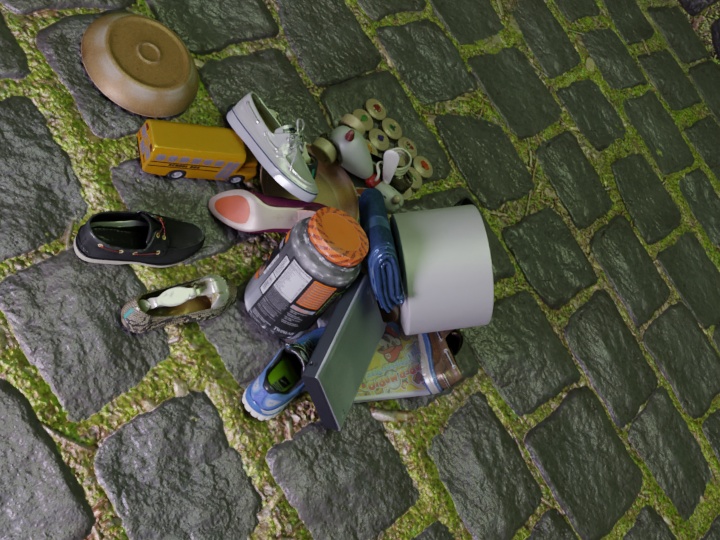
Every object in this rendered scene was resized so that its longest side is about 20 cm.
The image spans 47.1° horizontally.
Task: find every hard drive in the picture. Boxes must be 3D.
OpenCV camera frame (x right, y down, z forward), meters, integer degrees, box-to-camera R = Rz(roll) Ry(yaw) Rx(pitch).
[{"bbox_3d":[-0.022,0.123,1.272,0.140,0.033,0.201,72,35,-45],"label":"hard drive"}]

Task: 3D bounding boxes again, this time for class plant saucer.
[{"bbox_3d":[-0.352,-0.347,1.353,0.199,0.035,0.202,17,57,-29],"label":"plant saucer"},{"bbox_3d":[-0.094,-0.130,1.440,0.199,0.035,0.201,19,55,-29],"label":"plant saucer"}]

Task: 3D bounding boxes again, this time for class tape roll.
[{"bbox_3d":[0.128,-0.001,1.361,0.138,0.203,0.204,-6,66,-4],"label":"tape roll"}]

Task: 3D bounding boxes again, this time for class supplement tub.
[{"bbox_3d":[-0.081,0.004,1.252,0.122,0.200,0.123,26,39,-23],"label":"supplement tub"}]

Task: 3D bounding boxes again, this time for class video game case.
[{"bbox_3d":[0.024,0.128,1.396,0.199,0.023,0.183,1,66,-37],"label":"video game case"}]

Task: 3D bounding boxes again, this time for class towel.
[{"bbox_3d":[0.028,-0.037,1.289,0.048,0.112,0.201,-11,36,1],"label":"towel"}]

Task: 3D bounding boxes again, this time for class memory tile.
[{"bbox_3d":[0.052,-0.238,1.624,0.200,0.017,0.153,50,47,-5],"label":"memory tile"}]

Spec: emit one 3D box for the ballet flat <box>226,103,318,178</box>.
[{"bbox_3d":[-0.143,-0.227,1.388,0.200,0.073,0.073,47,46,9],"label":"ballet flat"}]

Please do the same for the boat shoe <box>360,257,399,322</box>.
[{"bbox_3d":[0.000,0.000,1.382,0.200,0.072,0.065,47,49,-7],"label":"boat shoe"}]

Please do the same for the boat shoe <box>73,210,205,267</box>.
[{"bbox_3d":[-0.313,-0.049,1.212,0.200,0.063,0.074,-2,65,-40],"label":"boat shoe"}]

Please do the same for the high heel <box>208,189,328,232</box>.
[{"bbox_3d":[-0.142,-0.091,1.340,0.199,0.068,0.096,14,7,11],"label":"high heel"}]

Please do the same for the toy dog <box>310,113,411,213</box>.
[{"bbox_3d":[0.013,-0.190,1.453,0.199,0.096,0.133,26,82,-19],"label":"toy dog"}]

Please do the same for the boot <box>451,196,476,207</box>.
[{"bbox_3d":[0.134,-0.054,1.502,0.070,0.131,0.201,40,46,-13],"label":"boot"}]

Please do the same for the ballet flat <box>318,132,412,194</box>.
[{"bbox_3d":[0.014,-0.207,1.530,0.199,0.046,0.068,28,33,-18],"label":"ballet flat"}]

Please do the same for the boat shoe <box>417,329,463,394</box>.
[{"bbox_3d":[0.140,0.121,1.428,0.072,0.072,0.201,56,22,-47],"label":"boat shoe"}]

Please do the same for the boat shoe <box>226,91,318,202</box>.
[{"bbox_3d":[-0.121,-0.206,1.317,0.202,0.086,0.075,51,21,11],"label":"boat shoe"}]

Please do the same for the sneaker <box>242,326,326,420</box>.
[{"bbox_3d":[-0.089,0.145,1.249,0.079,0.089,0.200,44,46,4],"label":"sneaker"}]

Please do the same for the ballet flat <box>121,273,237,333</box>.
[{"bbox_3d":[-0.248,0.041,1.200,0.199,0.075,0.068,-16,75,-42],"label":"ballet flat"}]

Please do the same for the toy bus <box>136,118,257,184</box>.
[{"bbox_3d":[-0.254,-0.189,1.321,0.199,0.078,0.066,0,66,-37],"label":"toy bus"}]
